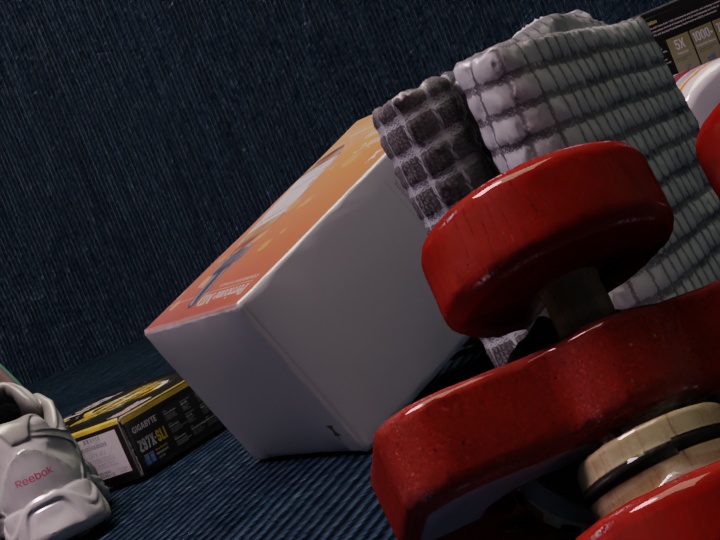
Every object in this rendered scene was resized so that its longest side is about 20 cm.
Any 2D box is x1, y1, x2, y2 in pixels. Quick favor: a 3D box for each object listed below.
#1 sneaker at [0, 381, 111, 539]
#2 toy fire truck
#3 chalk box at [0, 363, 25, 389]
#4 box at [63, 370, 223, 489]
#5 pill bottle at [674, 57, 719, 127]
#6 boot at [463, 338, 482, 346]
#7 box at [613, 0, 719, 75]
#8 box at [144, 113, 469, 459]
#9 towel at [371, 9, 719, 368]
[{"bbox_3d":[-0.203,0.114,1.056,0.078,0.100,0.200,-23,3,-18],"label":"sneaker"},{"bbox_3d":[0.099,0.034,0.477,0.199,0.112,0.168,-22,-21,-9],"label":"toy fire truck"},{"bbox_3d":[-0.311,0.099,1.103,0.124,0.124,0.200,-27,-27,-55],"label":"chalk box"},{"bbox_3d":[-0.176,0.120,1.254,0.159,0.049,0.200,-23,3,29],"label":"box"},{"bbox_3d":[0.226,-0.074,1.102,0.114,0.114,0.200,-23,2,-6],"label":"pill bottle"},{"bbox_3d":[0.087,0.011,1.067,0.200,0.075,0.107,-19,9,28],"label":"boot"},{"bbox_3d":[0.201,-0.100,1.258,0.200,0.164,0.086,-24,4,-19],"label":"box"},{"bbox_3d":[0.000,0.000,0.972,0.200,0.106,0.152,-46,14,-25],"label":"box"},{"bbox_3d":[0.093,-0.020,0.709,0.085,0.166,0.200,-27,1,26],"label":"towel"}]
